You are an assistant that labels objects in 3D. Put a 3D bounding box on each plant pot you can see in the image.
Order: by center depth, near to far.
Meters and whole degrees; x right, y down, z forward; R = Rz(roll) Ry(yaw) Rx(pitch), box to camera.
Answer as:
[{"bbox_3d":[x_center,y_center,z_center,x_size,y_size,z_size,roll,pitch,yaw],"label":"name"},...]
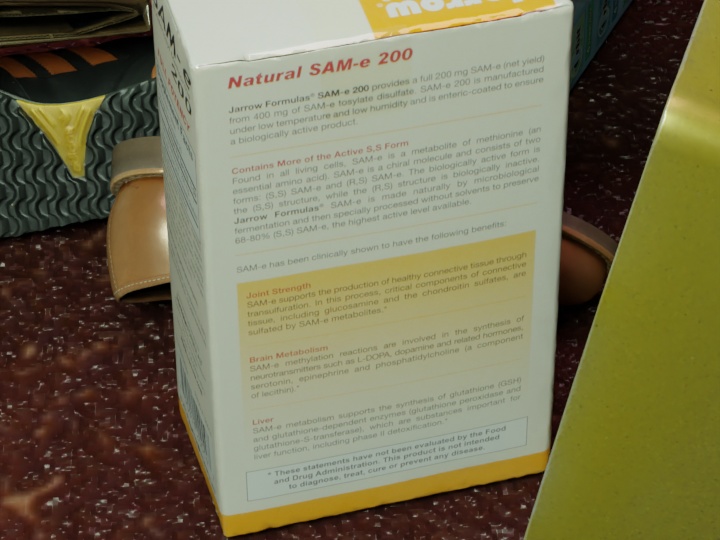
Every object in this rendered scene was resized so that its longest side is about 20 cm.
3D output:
[{"bbox_3d":[0.180,-0.003,0.852,0.175,0.201,0.200,20,41,7],"label":"plant pot"}]

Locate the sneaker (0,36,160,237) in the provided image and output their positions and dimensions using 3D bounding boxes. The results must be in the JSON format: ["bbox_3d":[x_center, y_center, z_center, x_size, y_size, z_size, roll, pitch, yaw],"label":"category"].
[{"bbox_3d":[-0.126,-0.059,1.026,0.199,0.070,0.090,-3,16,3],"label":"sneaker"}]

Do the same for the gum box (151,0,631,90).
[{"bbox_3d":[0.027,-0.130,1.119,0.169,0.045,0.200,16,42,20],"label":"gum box"}]

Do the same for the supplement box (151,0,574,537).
[{"bbox_3d":[0.000,-0.015,0.849,0.125,0.201,0.074,-10,39,-13],"label":"supplement box"}]

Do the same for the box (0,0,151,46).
[{"bbox_3d":[-0.208,-0.090,0.972,0.199,0.021,0.163,-2,6,38],"label":"box"}]

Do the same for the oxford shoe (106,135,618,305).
[{"bbox_3d":[0.000,0.000,0.955,0.199,0.071,0.072,6,72,-1],"label":"oxford shoe"}]
